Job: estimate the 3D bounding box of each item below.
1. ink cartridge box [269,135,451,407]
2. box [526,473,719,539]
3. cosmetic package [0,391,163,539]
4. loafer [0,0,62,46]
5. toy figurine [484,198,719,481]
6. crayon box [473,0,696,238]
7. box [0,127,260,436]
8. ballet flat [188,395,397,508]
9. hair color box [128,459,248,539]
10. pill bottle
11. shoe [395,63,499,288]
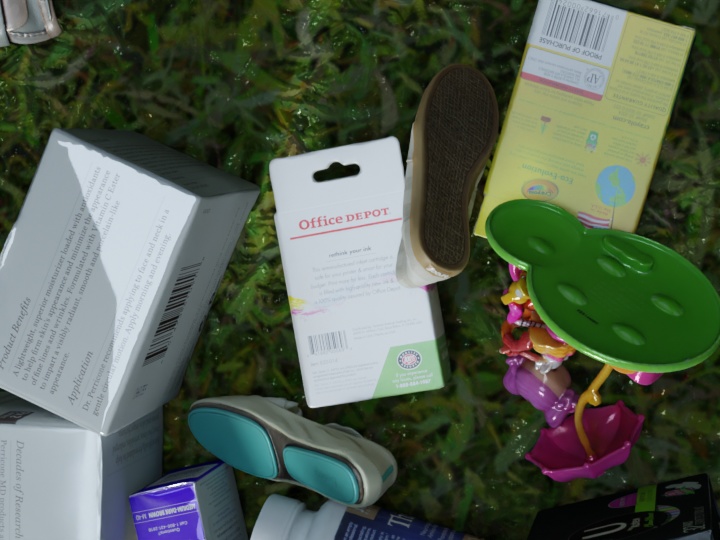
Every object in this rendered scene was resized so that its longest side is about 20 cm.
[{"bbox_3d":[0.000,0.000,1.321,0.116,0.067,0.203,-9,93,11],"label":"ink cartridge box"},{"bbox_3d":[0.207,0.244,1.227,0.147,0.200,0.126,-15,92,11],"label":"box"},{"bbox_3d":[-0.278,0.192,1.341,0.197,0.165,0.167,1,94,10],"label":"cosmetic package"},{"bbox_3d":[-0.287,-0.290,1.367,0.062,0.072,0.203,-4,100,-5],"label":"loafer"},{"bbox_3d":[0.159,0.072,1.254,0.199,0.150,0.185,36,134,24],"label":"toy figurine"},{"bbox_3d":[0.175,-0.108,1.286,0.126,0.051,0.202,18,97,10],"label":"crayon box"},{"bbox_3d":[-0.192,0.002,1.293,0.130,0.200,0.201,25,99,7],"label":"box"},{"bbox_3d":[-0.053,0.141,1.338,0.199,0.069,0.070,19,98,35],"label":"ballet flat"},{"bbox_3d":[-0.126,0.266,1.344,0.064,0.109,0.203,-14,91,12],"label":"hair color box"},{"bbox_3d":[0.011,0.247,1.313,0.198,0.111,0.112,16,97,10],"label":"pill bottle"},{"bbox_3d":[0.061,-0.075,1.275,0.069,0.053,0.202,23,56,-16],"label":"shoe"}]
